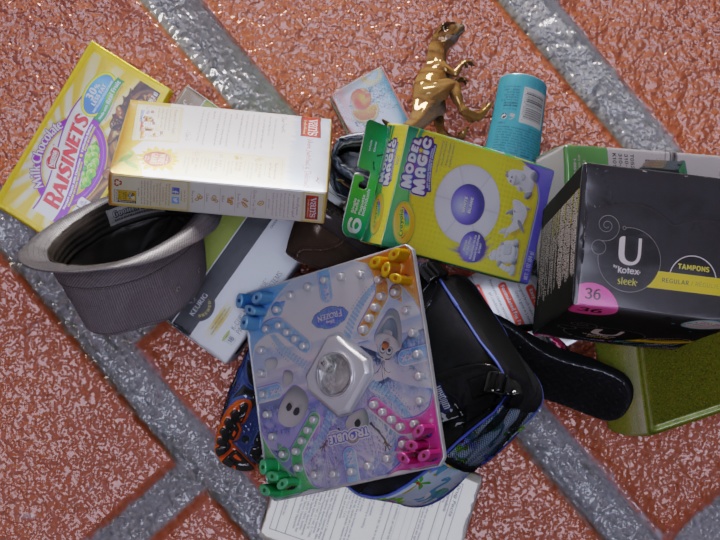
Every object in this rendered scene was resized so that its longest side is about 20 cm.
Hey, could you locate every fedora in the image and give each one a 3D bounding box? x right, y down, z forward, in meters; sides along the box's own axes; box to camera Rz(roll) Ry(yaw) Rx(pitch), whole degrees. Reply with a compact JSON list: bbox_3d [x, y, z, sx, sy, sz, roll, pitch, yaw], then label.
[{"bbox_3d":[-0.211,-0.003,1.454,0.175,0.200,0.091,1,117,26],"label":"fedora"}]

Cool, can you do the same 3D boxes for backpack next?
[{"bbox_3d":[0.060,0.121,1.494,0.200,0.146,0.184,-44,58,16],"label":"backpack"}]

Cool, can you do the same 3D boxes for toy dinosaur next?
[{"bbox_3d":[0.073,-0.172,1.622,0.106,0.060,0.201,37,46,-16],"label":"toy dinosaur"}]

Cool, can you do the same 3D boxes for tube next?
[{"bbox_3d":[0.152,-0.101,1.620,0.076,0.050,0.202,12,73,-3],"label":"tube"}]

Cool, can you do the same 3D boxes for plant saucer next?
[{"bbox_3d":[0.339,0.083,1.584,0.197,0.048,0.201,-18,131,-1],"label":"plant saucer"}]

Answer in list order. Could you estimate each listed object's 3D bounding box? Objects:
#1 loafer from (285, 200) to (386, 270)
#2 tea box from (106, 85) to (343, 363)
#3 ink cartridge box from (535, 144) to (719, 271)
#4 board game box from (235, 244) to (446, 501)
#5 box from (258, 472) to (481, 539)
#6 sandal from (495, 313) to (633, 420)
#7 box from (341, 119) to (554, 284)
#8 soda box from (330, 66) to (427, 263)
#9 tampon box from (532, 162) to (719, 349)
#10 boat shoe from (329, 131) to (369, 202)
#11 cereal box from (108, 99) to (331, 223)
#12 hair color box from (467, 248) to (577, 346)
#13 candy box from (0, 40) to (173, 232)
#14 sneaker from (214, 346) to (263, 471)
[{"bbox_3d":[0.000,0.000,1.546,0.199,0.073,0.071,36,100,-31],"label":"loafer"},{"bbox_3d":[-0.151,-0.043,1.600,0.196,0.134,0.201,37,88,-1],"label":"tea box"},{"bbox_3d":[0.281,-0.044,1.596,0.198,0.084,0.148,2,81,-18],"label":"ink cartridge box"},{"bbox_3d":[-0.024,0.095,1.451,0.198,0.026,0.203,-16,75,32],"label":"board game box"},{"bbox_3d":[0.009,0.235,1.607,0.198,0.109,0.129,19,87,0],"label":"box"},{"bbox_3d":[0.177,0.090,1.576,0.198,0.045,0.076,23,124,7],"label":"sandal"},{"bbox_3d":[0.082,-0.066,1.501,0.198,0.048,0.119,13,89,-26],"label":"box"},{"bbox_3d":[0.041,-0.105,1.636,0.063,0.068,0.202,-27,90,-2],"label":"soda box"},{"bbox_3d":[0.246,-0.007,1.423,0.148,0.200,0.128,6,81,-3],"label":"tampon box"},{"bbox_3d":[0.063,-0.084,1.549,0.198,0.091,0.072,10,78,0],"label":"boat shoe"},{"bbox_3d":[-0.126,-0.102,1.470,0.197,0.144,0.040,6,123,-2],"label":"cereal box"},{"bbox_3d":[0.127,0.060,1.636,0.198,0.064,0.112,-26,88,0],"label":"hair color box"},{"bbox_3d":[-0.289,-0.128,1.654,0.102,0.026,0.201,30,88,3],"label":"candy box"},{"bbox_3d":[-0.096,0.101,1.608,0.075,0.079,0.201,26,103,-18],"label":"sneaker"}]
